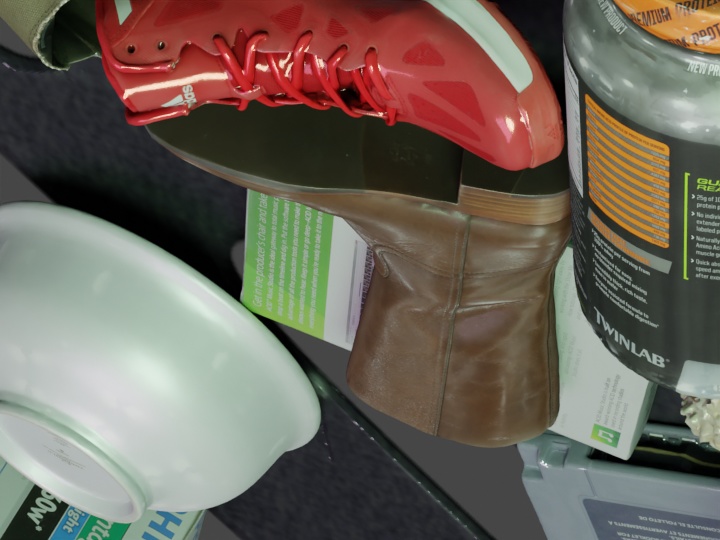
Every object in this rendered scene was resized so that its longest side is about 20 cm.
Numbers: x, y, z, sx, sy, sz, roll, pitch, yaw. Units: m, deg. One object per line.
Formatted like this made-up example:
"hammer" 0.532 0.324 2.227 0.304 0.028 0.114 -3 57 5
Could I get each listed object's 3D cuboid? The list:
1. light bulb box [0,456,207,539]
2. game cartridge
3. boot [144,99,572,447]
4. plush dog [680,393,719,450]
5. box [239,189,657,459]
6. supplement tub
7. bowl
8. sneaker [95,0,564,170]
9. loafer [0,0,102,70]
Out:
"light bulb box" -0.211 0.175 1.489 0.200 0.125 0.198 26 146 5
"game cartridge" 0.181 0.130 1.225 0.200 0.041 0.133 7 138 29
"boot" 0.000 0.000 1.089 0.186 0.064 0.200 14 148 7
"plush dog" 0.239 0.084 1.030 0.160 0.200 0.172 -1 165 -28
"box" 0.043 0.000 1.154 0.200 0.036 0.144 21 146 10
"supplement tub" 0.135 -0.056 0.932 0.122 0.123 0.200 16 145 18
"bowl" -0.126 0.062 1.282 0.201 0.090 0.201 26 156 12
"sneaker" -0.024 -0.071 0.977 0.200 0.115 0.078 35 154 38
"loafer" -0.125 -0.128 1.071 0.200 0.070 0.075 23 146 8
